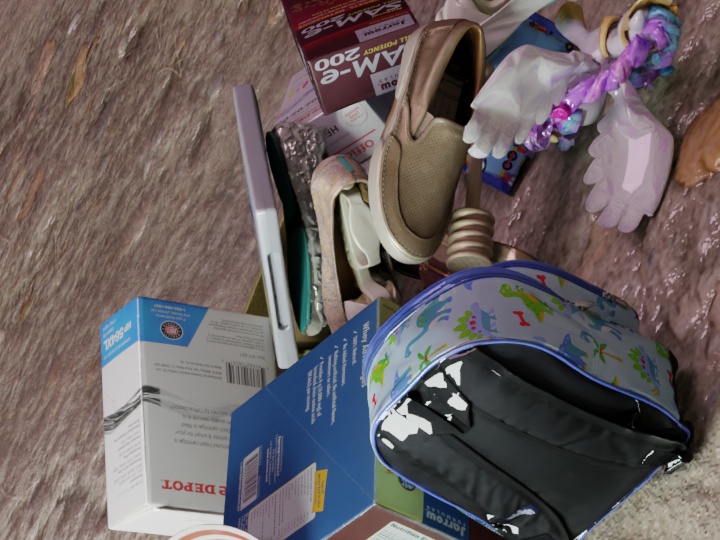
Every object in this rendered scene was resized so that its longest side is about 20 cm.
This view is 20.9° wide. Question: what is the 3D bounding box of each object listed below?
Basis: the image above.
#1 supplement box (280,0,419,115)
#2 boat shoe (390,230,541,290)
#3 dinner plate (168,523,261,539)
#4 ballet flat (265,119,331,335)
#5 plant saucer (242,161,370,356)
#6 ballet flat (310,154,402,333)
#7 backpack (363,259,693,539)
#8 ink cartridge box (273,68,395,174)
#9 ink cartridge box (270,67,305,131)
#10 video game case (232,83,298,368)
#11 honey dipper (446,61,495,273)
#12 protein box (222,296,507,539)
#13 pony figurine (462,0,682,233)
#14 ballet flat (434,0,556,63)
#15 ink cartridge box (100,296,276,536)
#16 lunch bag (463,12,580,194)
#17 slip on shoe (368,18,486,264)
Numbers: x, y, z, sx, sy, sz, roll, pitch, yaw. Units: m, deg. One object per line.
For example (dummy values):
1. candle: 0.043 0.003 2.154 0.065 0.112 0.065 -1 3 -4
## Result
1. supplement box: -0.007 -0.222 1.821 0.109 0.061 0.200 -20 29 -1
2. boat shoe: 0.079 0.011 1.631 0.200 0.072 0.072 13 75 55
3. dinner plate: -0.091 0.288 1.478 0.200 0.024 0.200 8 103 37
4. ballet flat: -0.038 -0.043 1.756 0.072 0.072 0.200 -23 73 50
5. plant saucer: -0.026 -0.002 1.839 0.200 0.048 0.200 -3 62 59
6. ballet flat: 0.000 0.000 1.673 0.068 0.200 0.067 -23 23 -20
7. backpack: 0.105 0.085 1.375 0.183 0.200 0.147 -44 32 30
8. ink cartridge box: -0.019 -0.146 1.862 0.115 0.068 0.200 -31 23 24
9. ink cartridge box: -0.047 -0.196 2.060 0.200 0.044 0.174 -62 29 -2
10. video game case: -0.086 -0.042 1.775 0.200 0.022 0.182 -104 6 -51
11. honey dipper: 0.096 -0.090 1.594 0.038 0.038 0.200 -28 46 46
12. protein box: 0.002 0.169 1.539 0.200 0.135 0.199 -39 35 37
13. pony figurine: 0.176 -0.142 1.543 0.193 0.167 0.200 -61 11 -5
14. ballet flat: 0.114 -0.227 1.605 0.200 0.069 0.069 -36 34 14
15. ink cartridge box: -0.153 0.138 1.767 0.084 0.146 0.200 -32 54 48
16. lunch bag: 0.100 -0.169 1.755 0.151 0.094 0.200 -62 18 4
17. slip on shoe: 0.060 -0.105 1.542 0.061 0.076 0.200 -8 64 54
